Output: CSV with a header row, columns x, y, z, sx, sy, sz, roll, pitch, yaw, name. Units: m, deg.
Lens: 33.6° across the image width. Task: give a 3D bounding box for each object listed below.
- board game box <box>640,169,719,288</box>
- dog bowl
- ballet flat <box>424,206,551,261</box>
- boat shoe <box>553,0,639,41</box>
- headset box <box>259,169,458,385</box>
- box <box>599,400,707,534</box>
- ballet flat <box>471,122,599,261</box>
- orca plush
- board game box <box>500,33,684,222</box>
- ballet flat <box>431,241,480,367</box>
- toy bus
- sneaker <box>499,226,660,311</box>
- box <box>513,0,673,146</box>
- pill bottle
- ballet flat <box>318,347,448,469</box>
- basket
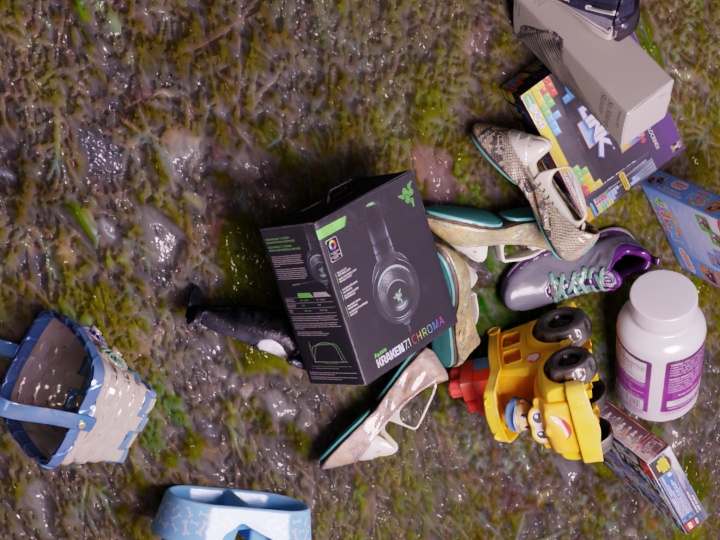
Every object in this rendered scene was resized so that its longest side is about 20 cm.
x,y,z,sx,sy,sz,roll,pitch,yaw,name
0.445,-0.035,1.490,0.037,0.200,0.152,-37,119,-7,board game box
-0.148,0.294,1.415,0.199,0.111,0.050,11,90,-26,dog bowl
0.161,-0.042,1.435,0.199,0.071,0.071,-2,110,-25,ballet flat
0.219,-0.335,1.282,0.075,0.200,0.093,-50,161,-13,boat shoe
0.000,0.000,1.319,0.174,0.092,0.201,-29,107,-42,headset box
0.355,0.241,1.553,0.040,0.200,0.137,-37,118,-7,box
0.213,-0.107,1.391,0.075,0.068,0.201,-39,82,35,ballet flat
-0.095,0.051,1.354,0.199,0.105,0.071,23,102,-4,orca plush
0.286,-0.185,1.449,0.165,0.057,0.200,-37,119,-5,board game box
0.114,0.031,1.435,0.070,0.071,0.201,-22,133,-14,ballet flat
0.204,0.148,1.463,0.191,0.200,0.136,-12,117,10,toy bus
0.274,0.003,1.495,0.199,0.088,0.075,-24,116,-14,sneaker
0.257,-0.242,1.334,0.068,0.200,0.082,-34,157,-7,box
0.384,0.095,1.529,0.112,0.112,0.201,-25,139,-13,pill bottle
0.034,0.184,1.464,0.067,0.068,0.200,42,90,4,ballet flat
-0.329,0.117,1.236,0.199,0.176,0.140,16,104,-46,basket
